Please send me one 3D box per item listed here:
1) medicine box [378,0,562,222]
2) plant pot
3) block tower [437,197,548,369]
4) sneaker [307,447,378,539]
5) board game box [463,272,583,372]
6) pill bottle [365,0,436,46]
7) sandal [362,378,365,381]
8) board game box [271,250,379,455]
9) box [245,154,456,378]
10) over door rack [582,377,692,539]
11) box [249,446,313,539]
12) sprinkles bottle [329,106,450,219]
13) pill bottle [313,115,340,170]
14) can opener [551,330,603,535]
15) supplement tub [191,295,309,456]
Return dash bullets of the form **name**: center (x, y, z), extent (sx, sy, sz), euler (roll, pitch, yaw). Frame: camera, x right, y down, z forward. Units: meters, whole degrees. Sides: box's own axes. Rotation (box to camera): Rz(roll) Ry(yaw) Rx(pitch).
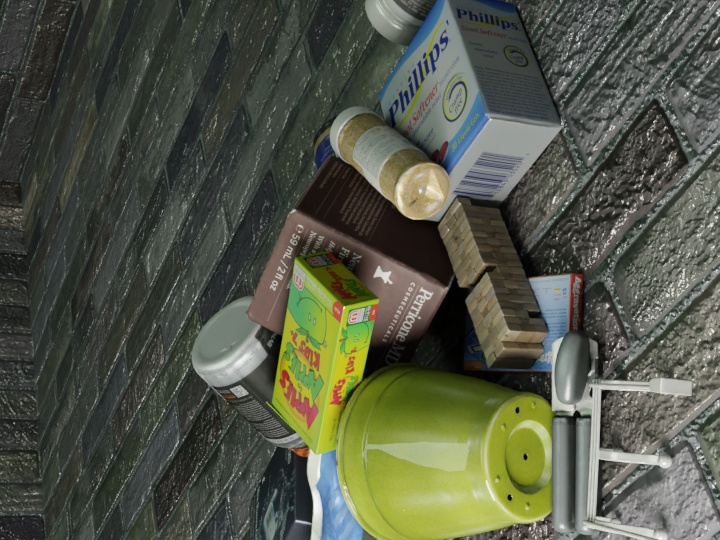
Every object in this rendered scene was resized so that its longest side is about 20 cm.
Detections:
- **medicine box**: center (0.120, -0.185, 1.393), extent (0.182, 0.102, 0.201), euler (-55, 40, 44)
- **plant pot**: center (0.110, 0.195, 1.269), extent (0.192, 0.199, 0.202), euler (-9, 77, 51)
- **block tower**: center (0.145, 0.012, 1.320), extent (0.054, 0.057, 0.201), euler (-57, 39, 41)
- **sneaker**: center (-0.002, 0.275, 1.423), extent (0.110, 0.077, 0.202), euler (1, 86, 20)
- **board game box**: center (0.176, 0.061, 1.327), extent (0.200, 0.019, 0.104), euler (-7, 77, 63)
- **pill bottle**: center (0.091, -0.372, 1.474), extent (0.200, 0.112, 0.114), euler (-45, 46, 50)
- **sandal**: center (0.018, 0.118, 1.614), extent (0.200, 0.045, 0.076), euler (-39, 56, 36)
- **board game box**: center (-0.042, 0.092, 1.332), extent (0.102, 0.047, 0.201), euler (43, 133, 41)
- **box**: center (0.000, 0.000, 1.425), extent (0.167, 0.199, 0.164), euler (-64, -2, 31)
- **over door rack**: center (0.257, 0.171, 1.076), extent (0.200, 0.066, 0.149), euler (144, 129, -82)
- **box**: center (-0.068, 0.332, 1.604), extent (0.197, 0.117, 0.201), euler (-95, 26, -52)
- **sprinkles bottle**: center (0.030, -0.126, 1.370), extent (0.200, 0.068, 0.069), euler (48, 127, 56)
- **pill bottle**: center (0.008, -0.103, 1.588), extent (0.112, 0.111, 0.201), euler (-57, 38, 42)
- **can opener**: center (0.208, 0.160, 1.194), extent (0.052, 0.066, 0.202), euler (-3, 86, 40)
- **supplement tub**: center (-0.106, 0.137, 1.499), extent (0.122, 0.200, 0.123), euler (-28, 33, 20)
